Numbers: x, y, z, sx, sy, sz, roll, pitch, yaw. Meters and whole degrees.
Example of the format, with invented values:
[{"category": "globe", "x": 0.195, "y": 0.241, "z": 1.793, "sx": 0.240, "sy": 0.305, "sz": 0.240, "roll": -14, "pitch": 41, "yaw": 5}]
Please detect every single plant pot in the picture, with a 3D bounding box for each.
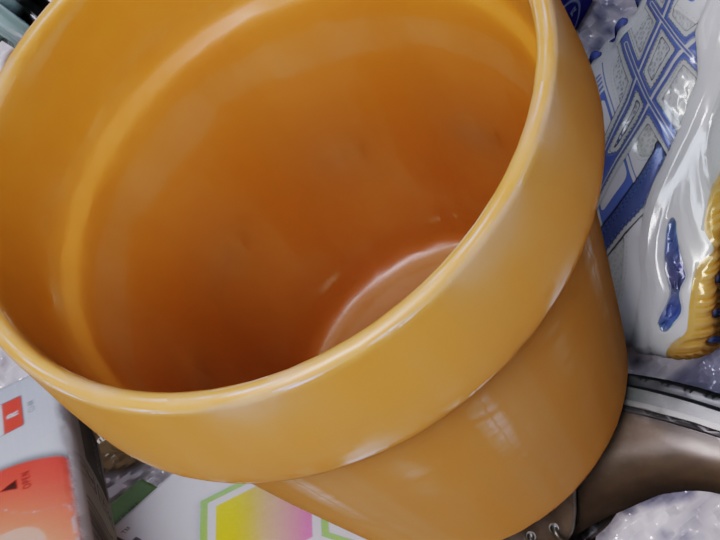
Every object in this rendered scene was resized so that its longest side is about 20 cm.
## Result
[{"category": "plant pot", "x": 0.000, "y": 0.000, "z": 0.806, "sx": 0.200, "sy": 0.183, "sz": 0.200, "roll": -13, "pitch": 54, "yaw": 19}]

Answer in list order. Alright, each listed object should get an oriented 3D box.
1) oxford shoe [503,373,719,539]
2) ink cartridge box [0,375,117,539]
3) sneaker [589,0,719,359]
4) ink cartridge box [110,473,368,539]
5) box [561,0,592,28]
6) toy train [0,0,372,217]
[{"category": "oxford shoe", "x": 0.074, "y": 0.078, "z": 0.895, "sx": 0.200, "sy": 0.073, "sz": 0.085, "roll": 0, "pitch": 78, "yaw": 30}, {"category": "ink cartridge box", "x": -0.180, "y": 0.121, "z": 0.845, "sx": 0.200, "sy": 0.050, "sz": 0.162, "roll": -22, "pitch": 26, "yaw": -2}, {"category": "sneaker", "x": 0.107, "y": -0.070, "z": 0.914, "sx": 0.088, "sy": 0.075, "sz": 0.200, "roll": 9, "pitch": 82, "yaw": 23}, {"category": "ink cartridge box", "x": -0.043, "y": 0.122, "z": 0.882, "sx": 0.200, "sy": 0.059, "sz": 0.104, "roll": 23, "pitch": 48, "yaw": 32}, {"category": "box", "x": 0.047, "y": -0.190, "z": 0.901, "sx": 0.105, "sy": 0.200, "sz": 0.184, "roll": 27, "pitch": 85, "yaw": 22}, {"category": "toy train", "x": -0.075, "y": -0.084, "z": 0.931, "sx": 0.200, "sy": 0.114, "sz": 0.085, "roll": 36, "pitch": 88, "yaw": -3}]
